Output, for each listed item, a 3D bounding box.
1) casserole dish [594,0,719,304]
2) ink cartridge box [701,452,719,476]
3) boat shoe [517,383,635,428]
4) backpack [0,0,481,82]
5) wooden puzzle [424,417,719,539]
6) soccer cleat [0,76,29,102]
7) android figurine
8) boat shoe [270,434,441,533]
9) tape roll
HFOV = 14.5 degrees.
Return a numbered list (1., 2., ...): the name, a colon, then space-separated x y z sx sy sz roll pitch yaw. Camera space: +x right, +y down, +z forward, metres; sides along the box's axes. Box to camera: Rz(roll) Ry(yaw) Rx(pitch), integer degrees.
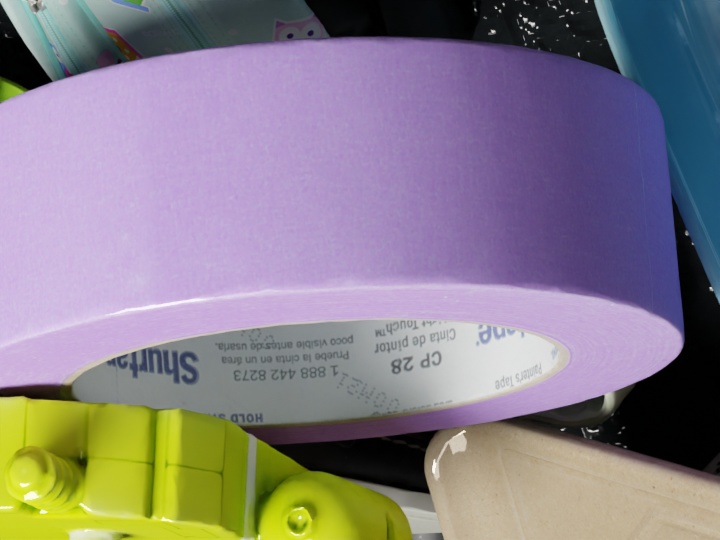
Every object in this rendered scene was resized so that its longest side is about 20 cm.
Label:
1. casserole dish: 0.136 -0.052 0.772 0.121 0.039 0.201 -31 76 38
2. ink cartridge box: 0.176 0.064 0.887 0.099 0.039 0.200 34 131 -3
3. boat shoe: 0.000 0.000 0.902 0.199 0.062 0.072 10 127 18
4. backpack: -0.042 -0.119 0.783 0.126 0.167 0.200 -5 137 26
5. wooden puzzle: 0.117 0.135 0.852 0.200 0.037 0.186 9 124 48
6. soccer cleat: -0.176 -0.067 0.934 0.200 0.068 0.081 37 154 2
7. android figurine: -0.081 0.071 0.820 0.181 0.041 0.200 -1 168 14
8. boat shoe: -0.041 0.049 0.933 0.199 0.061 0.074 9 164 -17
9. tape roll: -0.014 -0.002 0.772 0.199 0.066 0.200 -4 165 -1
